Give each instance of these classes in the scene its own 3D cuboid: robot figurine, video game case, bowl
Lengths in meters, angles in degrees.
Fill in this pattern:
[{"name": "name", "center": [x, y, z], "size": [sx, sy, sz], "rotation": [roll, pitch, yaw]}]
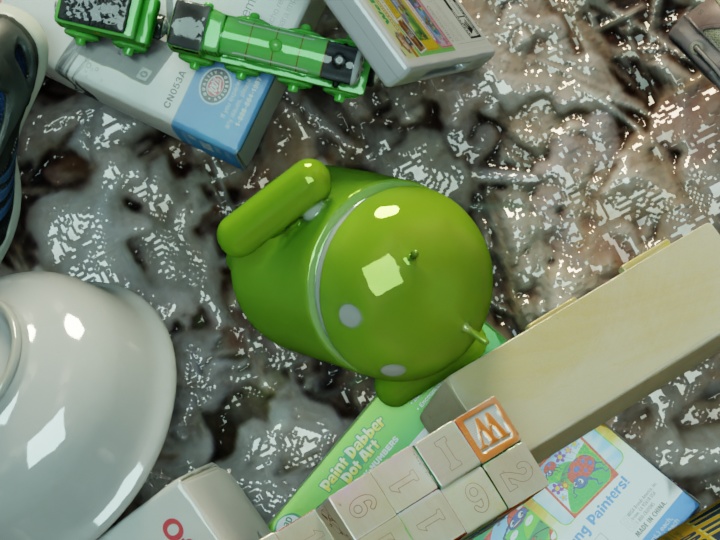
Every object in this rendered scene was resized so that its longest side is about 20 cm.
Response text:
[{"name": "robot figurine", "center": [0.000, 0.000, 1.540], "size": [0.116, 0.200, 0.176], "rotation": [-51, 120, -14]}, {"name": "video game case", "center": [-0.007, -0.200, 1.569], "size": [0.022, 0.182, 0.200], "rotation": [-37, 85, 19]}, {"name": "bowl", "center": [-0.215, 0.076, 1.546], "size": [0.201, 0.090, 0.202], "rotation": [-19, 51, 26]}]

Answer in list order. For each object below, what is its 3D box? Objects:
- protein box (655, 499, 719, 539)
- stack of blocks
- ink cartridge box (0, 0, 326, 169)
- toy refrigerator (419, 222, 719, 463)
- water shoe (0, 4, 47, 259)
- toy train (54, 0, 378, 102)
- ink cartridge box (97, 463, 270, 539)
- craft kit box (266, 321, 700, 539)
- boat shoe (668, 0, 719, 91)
[{"name": "protein box", "center": [0.256, 0.236, 1.522], "size": [0.200, 0.135, 0.199], "rotation": [-31, 96, -4]}, {"name": "stack of blocks", "center": [-0.004, 0.155, 1.453], "size": [0.200, 0.115, 0.059], "rotation": [-29, 82, -20]}, {"name": "ink cartridge box", "center": [-0.132, -0.173, 1.617], "size": [0.199, 0.084, 0.145], "rotation": [25, 88, 4]}, {"name": "toy refrigerator", "center": [0.137, 0.052, 1.559], "size": [0.200, 0.076, 0.070], "rotation": [-29, 77, -20]}, {"name": "water shoe", "center": [-0.245, -0.066, 1.570], "size": [0.071, 0.079, 0.201], "rotation": [21, 121, 8]}, {"name": "toy train", "center": [-0.086, -0.139, 1.543], "size": [0.199, 0.056, 0.042], "rotation": [12, 87, 2]}, {"name": "ink cartridge box", "center": [-0.131, 0.233, 1.558], "size": [0.200, 0.084, 0.145], "rotation": [-37, 84, 12]}, {"name": "craft kit box", "center": [0.070, 0.156, 1.604], "size": [0.197, 0.049, 0.200], "rotation": [41, 88, 2]}, {"name": "boat shoe", "center": [0.260, -0.082, 1.605], "size": [0.065, 0.072, 0.200], "rotation": [-31, 88, 11]}]
